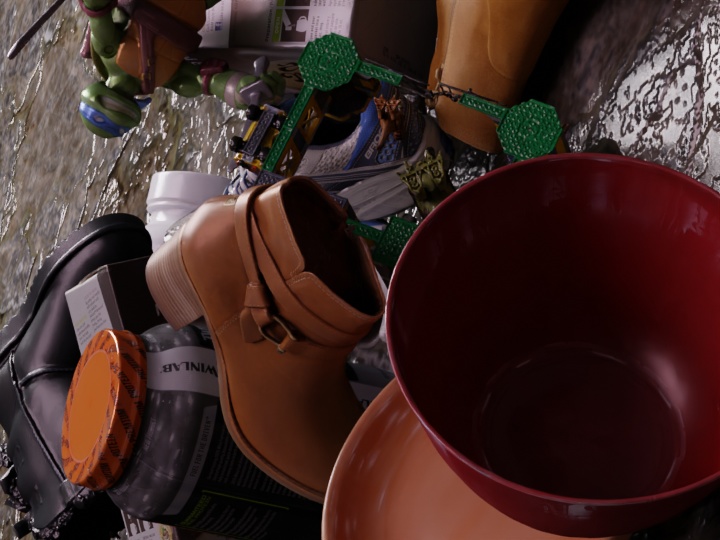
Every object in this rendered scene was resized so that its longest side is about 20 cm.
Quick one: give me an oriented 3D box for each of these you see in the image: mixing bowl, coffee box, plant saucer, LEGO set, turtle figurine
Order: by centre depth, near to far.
[{"bbox_3d":[0.110,0.053,1.309,0.109,0.198,0.201,91,177,-56],"label":"mixing bowl"},{"bbox_3d":[0.072,0.113,1.414,0.199,0.037,0.201,-21,44,22],"label":"plant saucer"},{"bbox_3d":[0.032,-0.039,1.558,0.116,0.199,0.155,60,-134,-63],"label":"LEGO set"},{"bbox_3d":[-0.098,-0.163,1.611,0.200,0.143,0.195,80,-144,-85],"label":"turtle figurine"},{"bbox_3d":[-0.062,-0.167,1.750,0.199,0.113,0.080,3,80,29],"label":"coffee box"},{"bbox_3d":[-0.107,0.090,1.753,0.080,0.112,0.201,-27,78,60],"label":"coffee box"}]

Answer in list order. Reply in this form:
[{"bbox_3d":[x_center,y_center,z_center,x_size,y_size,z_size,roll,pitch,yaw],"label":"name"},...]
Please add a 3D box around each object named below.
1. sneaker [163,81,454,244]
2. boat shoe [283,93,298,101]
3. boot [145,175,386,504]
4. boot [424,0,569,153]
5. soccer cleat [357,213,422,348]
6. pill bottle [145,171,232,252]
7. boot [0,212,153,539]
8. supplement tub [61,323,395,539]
[{"bbox_3d":[-0.045,-0.063,1.662,0.199,0.085,0.077,-25,33,21],"label":"sneaker"},{"bbox_3d":[-0.037,-0.036,1.826,0.071,0.071,0.201,99,171,-62],"label":"boat shoe"},{"bbox_3d":[-0.025,0.042,1.496,0.154,0.200,0.074,-26,19,53],"label":"boot"},{"bbox_3d":[0.095,-0.138,1.579,0.201,0.070,0.145,-144,63,-68],"label":"boot"},{"bbox_3d":[0.000,0.000,1.687,0.087,0.070,0.200,-59,25,-2],"label":"soccer cleat"},{"bbox_3d":[-0.124,0.037,1.911,0.112,0.112,0.202,-11,68,65],"label":"pill bottle"},{"bbox_3d":[-0.183,0.082,1.824,0.198,0.073,0.163,-48,50,27],"label":"boot"},{"bbox_3d":[-0.075,0.103,1.650,0.123,0.199,0.123,-43,40,51],"label":"supplement tub"}]
